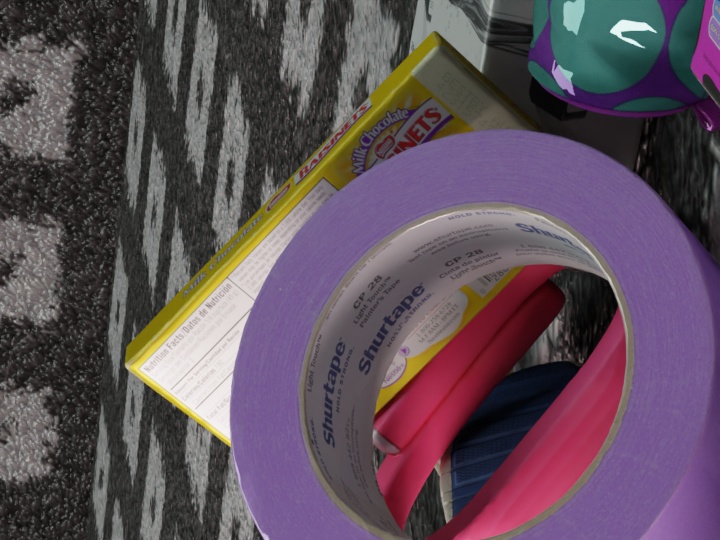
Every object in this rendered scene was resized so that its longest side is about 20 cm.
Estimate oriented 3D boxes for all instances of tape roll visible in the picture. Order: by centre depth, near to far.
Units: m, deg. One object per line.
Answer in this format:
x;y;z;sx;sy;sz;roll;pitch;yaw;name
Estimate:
0.051;0.049;0.914;0.066;0.200;0.200;37;-135;-56;tape roll

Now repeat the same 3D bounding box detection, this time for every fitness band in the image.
0.063;0.057;1.004;0.200;0.037;0.144;-52;21;2;fitness band

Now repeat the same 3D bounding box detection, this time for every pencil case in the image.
0.121;-0.161;0.905;0.092;0.085;0.200;24;119;30;pencil case

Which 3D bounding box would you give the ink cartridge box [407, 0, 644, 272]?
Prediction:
0.080;-0.120;1.084;0.144;0.084;0.200;-108;25;-61;ink cartridge box

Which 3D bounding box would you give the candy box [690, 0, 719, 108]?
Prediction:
0.168;-0.129;0.737;0.136;0.061;0.200;-110;25;-62;candy box

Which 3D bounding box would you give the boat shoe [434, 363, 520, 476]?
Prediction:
0.048;0.054;1.142;0.200;0.072;0.062;55;-153;-63;boat shoe

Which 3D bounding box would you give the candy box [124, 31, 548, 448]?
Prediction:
0.000;0.000;1.033;0.200;0.102;0.026;-45;19;14;candy box

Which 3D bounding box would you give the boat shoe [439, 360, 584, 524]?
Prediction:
0.076;0.119;1.047;0.200;0.072;0.072;-71;-38;-53;boat shoe
